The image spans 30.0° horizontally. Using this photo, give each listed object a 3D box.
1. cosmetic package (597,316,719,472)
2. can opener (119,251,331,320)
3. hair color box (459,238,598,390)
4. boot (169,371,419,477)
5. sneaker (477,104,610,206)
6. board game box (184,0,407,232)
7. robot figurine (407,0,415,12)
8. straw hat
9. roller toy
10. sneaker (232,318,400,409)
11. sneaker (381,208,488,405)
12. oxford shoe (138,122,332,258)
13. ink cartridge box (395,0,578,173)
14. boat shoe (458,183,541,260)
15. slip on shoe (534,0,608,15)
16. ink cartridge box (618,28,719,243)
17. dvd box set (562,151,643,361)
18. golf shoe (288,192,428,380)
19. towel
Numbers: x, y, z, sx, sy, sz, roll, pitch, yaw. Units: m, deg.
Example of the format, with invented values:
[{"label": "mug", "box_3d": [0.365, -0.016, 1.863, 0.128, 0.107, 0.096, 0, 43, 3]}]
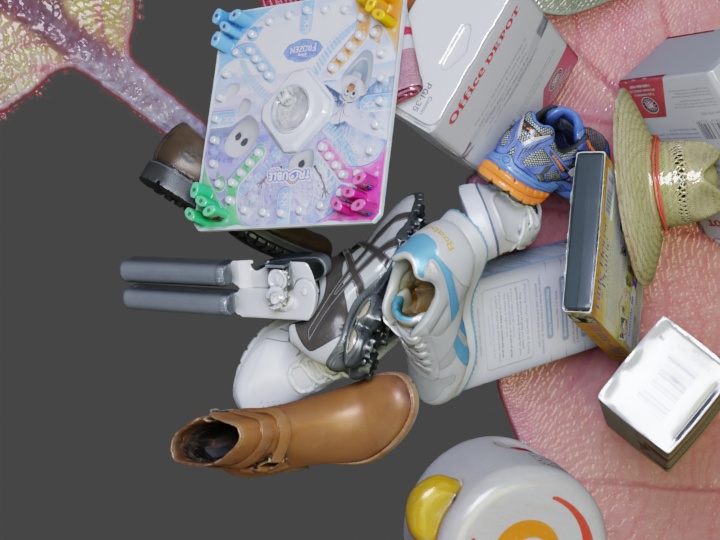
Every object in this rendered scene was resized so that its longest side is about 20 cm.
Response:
[{"label": "cosmetic package", "box_3d": [0.297, 0.125, 1.305, 0.087, 0.200, 0.104, 39, 89, 18]}, {"label": "can opener", "box_3d": [-0.123, 0.013, 1.209, 0.197, 0.066, 0.054, 1, 105, 19]}, {"label": "hair color box", "box_3d": [0.153, 0.039, 1.297, 0.198, 0.060, 0.101, -14, 105, -32]}, {"label": "boot", "box_3d": [-0.060, 0.137, 1.203, 0.154, 0.198, 0.078, 14, 63, -53]}, {"label": "sneaker", "box_3d": [0.185, -0.111, 1.226, 0.075, 0.199, 0.079, 40, 117, 18]}, {"label": "board game box", "box_3d": [-0.059, -0.137, 1.131, 0.026, 0.198, 0.203, 22, 71, -53]}, {"label": "robot figurine", "box_3d": [0.079, -0.308, 1.216, 0.199, 0.144, 0.117, -36, 69, -8]}, {"label": "straw hat", "box_3d": [0.300, -0.083, 1.266, 0.084, 0.201, 0.204, -6, 104, 21]}, {"label": "roller toy", "box_3d": [0.143, 0.265, 1.322, 0.180, 0.140, 0.202, -24, 105, -11]}, {"label": "sneaker", "box_3d": [-0.033, 0.073, 1.265, 0.199, 0.087, 0.075, -34, 115, -6]}, {"label": "sneaker", "box_3d": [0.057, 0.043, 1.180, 0.080, 0.076, 0.202, -28, 137, -32]}, {"label": "oxford shoe", "box_3d": [-0.098, -0.068, 1.232, 0.199, 0.072, 0.085, 33, 78, -24]}, {"label": "ink cartridge box", "box_3d": [0.104, -0.176, 1.201, 0.148, 0.082, 0.200, -59, 154, 3]}, {"label": "boat shoe", "box_3d": [0.134, -0.053, 1.234, 0.064, 0.200, 0.075, -18, 92, 11]}, {"label": "slip on shoe", "box_3d": [0.201, -0.285, 1.254, 0.198, 0.061, 0.075, -18, 130, -38]}, {"label": "ink cartridge box", "box_3d": [0.365, -0.130, 1.311, 0.083, 0.146, 0.201, -41, 109, -17]}, {"label": "dvd box set", "box_3d": [0.230, -0.007, 1.247, 0.029, 0.200, 0.149, 1, 76, 24]}, {"label": "golf shoe", "box_3d": [0.000, 0.000, 1.227, 0.093, 0.078, 0.201, 15, 55, 17]}, {"label": "towel", "box_3d": [-0.023, -0.215, 1.157, 0.023, 0.143, 0.203, 17, 56, -51]}]
